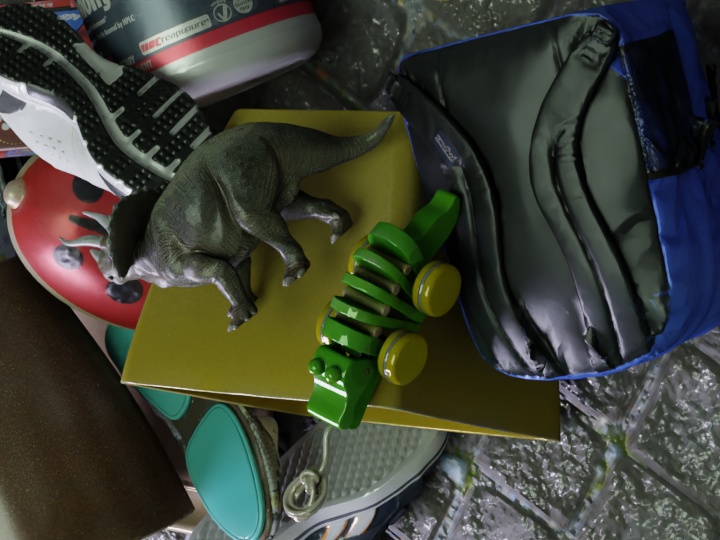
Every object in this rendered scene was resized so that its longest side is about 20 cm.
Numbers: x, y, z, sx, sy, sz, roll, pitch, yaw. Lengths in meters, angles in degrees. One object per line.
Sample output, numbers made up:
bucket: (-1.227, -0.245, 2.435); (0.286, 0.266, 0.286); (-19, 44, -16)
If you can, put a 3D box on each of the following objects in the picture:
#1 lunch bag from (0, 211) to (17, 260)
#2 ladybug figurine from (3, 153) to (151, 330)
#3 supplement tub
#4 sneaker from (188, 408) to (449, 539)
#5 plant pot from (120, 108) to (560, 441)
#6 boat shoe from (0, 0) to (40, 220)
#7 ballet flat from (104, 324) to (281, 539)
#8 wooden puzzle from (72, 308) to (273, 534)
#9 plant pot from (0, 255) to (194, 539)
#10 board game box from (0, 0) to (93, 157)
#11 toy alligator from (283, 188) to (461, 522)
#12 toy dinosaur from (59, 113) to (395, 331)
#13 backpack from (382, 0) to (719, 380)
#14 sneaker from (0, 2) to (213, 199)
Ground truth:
lunch bag: (-0.332, -0.033, 1.792); (0.200, 0.127, 0.170); (18, 108, 35)
ladybug figurine: (-0.130, -0.023, 1.603); (0.072, 0.200, 0.136); (-139, 62, -69)
supplement tub: (-0.120, -0.206, 1.580); (0.140, 0.140, 0.200); (-22, 91, 38)
sneaker: (-0.016, 0.152, 1.657); (0.200, 0.079, 0.078); (-33, 47, 15)
plant pot: (0.000, 0.000, 1.522); (0.200, 0.200, 0.177); (3, 84, 35)
boat shoe: (-0.207, -0.130, 1.695); (0.071, 0.091, 0.200); (7, 107, 34)
ballet flat: (-0.092, 0.096, 1.647); (0.200, 0.072, 0.072); (53, 127, 29)
wooden puzzle: (-0.133, 0.079, 1.742); (0.185, 0.037, 0.200); (7, 102, 33)
plant pot: (-0.231, 0.098, 1.668); (0.187, 0.187, 0.200); (-19, 91, 38)
board game box: (-0.256, -0.125, 1.674); (0.200, 0.019, 0.103); (-3, 77, 28)
toy alligator: (-0.003, 0.042, 1.365); (0.059, 0.054, 0.200); (26, 88, 36)
toy dinosaur: (-0.071, -0.034, 1.408); (0.200, 0.077, 0.102); (-38, 98, 17)
backpack: (0.138, -0.045, 1.423); (0.162, 0.168, 0.200); (-11, 92, 42)
sneaker: (-0.155, -0.086, 1.526); (0.200, 0.074, 0.080); (39, 154, 28)
